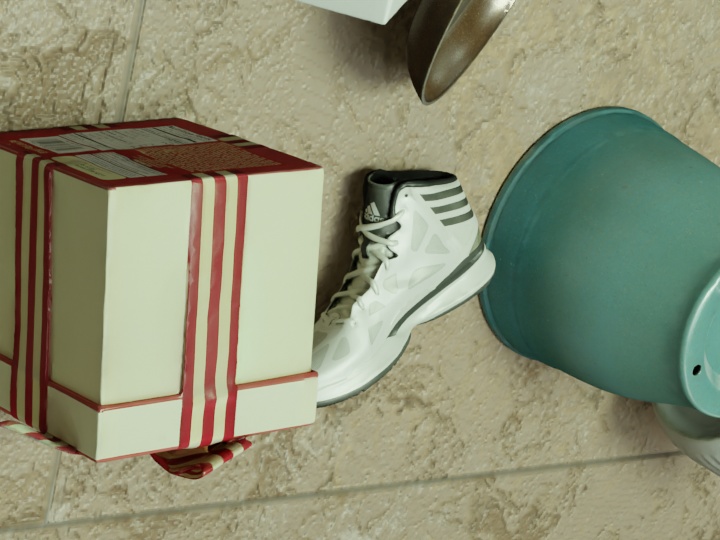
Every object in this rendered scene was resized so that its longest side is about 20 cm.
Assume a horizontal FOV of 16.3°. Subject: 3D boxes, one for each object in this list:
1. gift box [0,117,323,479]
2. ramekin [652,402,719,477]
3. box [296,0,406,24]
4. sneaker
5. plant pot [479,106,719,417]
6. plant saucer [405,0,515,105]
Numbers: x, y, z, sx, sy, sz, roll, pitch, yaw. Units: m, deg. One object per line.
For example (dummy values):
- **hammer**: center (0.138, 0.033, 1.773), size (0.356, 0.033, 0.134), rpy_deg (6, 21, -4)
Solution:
- **gift box**: center (-0.148, 0.017, 1.512), size (0.199, 0.184, 0.188), rpy_deg (-7, 107, -33)
- **ramekin**: center (0.310, 0.071, 1.908), size (0.105, 0.200, 0.201), rpy_deg (24, 96, -34)
- **box**: center (0.000, -0.232, 1.481), size (0.200, 0.097, 0.125), rpy_deg (-56, 161, -72)
- **sneaker**: center (0.000, 0.000, 1.706), size (0.200, 0.075, 0.116), rpy_deg (-39, 123, -28)
- **plant pot**: center (0.218, 0.009, 1.799), size (0.199, 0.188, 0.202), rpy_deg (-19, 124, -31)
- **plant saucer**: center (0.083, -0.200, 1.625), size (0.201, 0.032, 0.200), rpy_deg (-56, 173, -11)
